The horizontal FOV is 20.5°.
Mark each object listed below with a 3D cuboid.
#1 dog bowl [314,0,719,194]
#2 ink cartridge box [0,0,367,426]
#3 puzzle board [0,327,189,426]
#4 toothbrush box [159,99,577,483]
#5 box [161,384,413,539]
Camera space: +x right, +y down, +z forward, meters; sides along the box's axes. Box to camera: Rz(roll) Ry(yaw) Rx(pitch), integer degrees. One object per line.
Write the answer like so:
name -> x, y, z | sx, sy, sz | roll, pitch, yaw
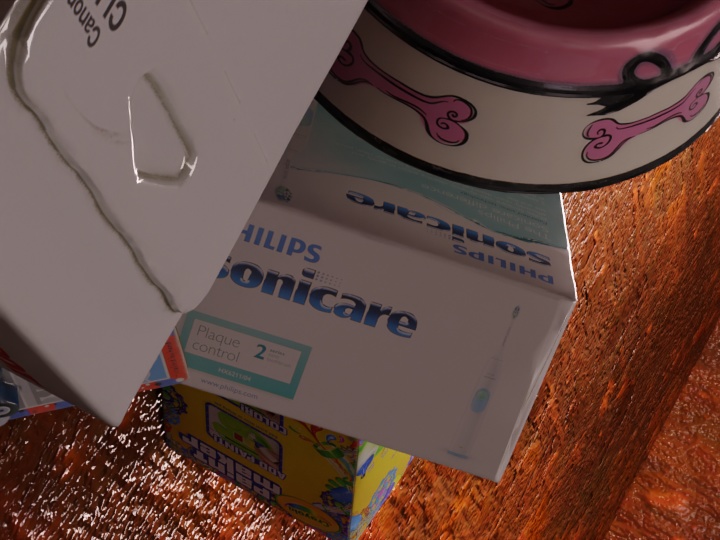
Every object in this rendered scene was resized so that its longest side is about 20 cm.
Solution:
dog bowl -> 0.060, -0.132, 0.722 | 0.200, 0.200, 0.074 | -54, 175, -30
ink cartridge box -> -0.115, -0.084, 0.439 | 0.145, 0.200, 0.145 | -60, 163, -14
puzzle board -> -0.141, 0.007, 0.629 | 0.200, 0.151, 0.017 | 83, -5, -61
toothbrush box -> 0.001, -0.016, 0.805 | 0.200, 0.146, 0.085 | -88, -163, -66
box -> 0.000, 0.000, 1.024 | 0.200, 0.122, 0.193 | -54, 162, -31
